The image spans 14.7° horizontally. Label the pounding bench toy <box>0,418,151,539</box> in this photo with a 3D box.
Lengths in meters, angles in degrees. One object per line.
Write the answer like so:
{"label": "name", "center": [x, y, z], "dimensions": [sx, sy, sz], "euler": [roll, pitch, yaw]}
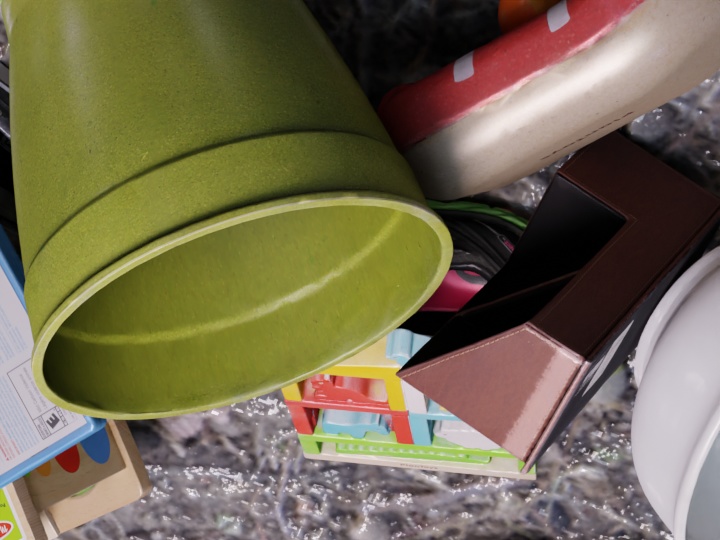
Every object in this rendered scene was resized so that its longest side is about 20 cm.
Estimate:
{"label": "pounding bench toy", "center": [-0.176, 0.080, 1.460], "dimensions": [0.199, 0.156, 0.125], "euler": [-24, 89, 22]}

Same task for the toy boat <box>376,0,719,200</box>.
{"label": "toy boat", "center": [0.088, -0.127, 1.327], "dimensions": [0.199, 0.130, 0.131], "euler": [-28, 85, 24]}

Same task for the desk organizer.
{"label": "desk organizer", "center": [0.100, 0.008, 1.341], "dimensions": [0.077, 0.200, 0.072], "euler": [34, 124, 10]}

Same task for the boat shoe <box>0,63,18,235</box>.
{"label": "boat shoe", "center": [-0.217, -0.076, 1.426], "dimensions": [0.200, 0.068, 0.072], "euler": [34, 121, -11]}

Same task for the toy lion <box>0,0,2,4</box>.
{"label": "toy lion", "center": [-0.148, -0.220, 1.283], "dimensions": [0.069, 0.192, 0.200], "euler": [38, 87, 27]}

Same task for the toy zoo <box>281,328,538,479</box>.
{"label": "toy zoo", "center": [0.026, 0.066, 1.434], "dimensions": [0.130, 0.021, 0.200], "euler": [5, 160, 7]}

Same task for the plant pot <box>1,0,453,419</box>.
{"label": "plant pot", "center": [-0.082, -0.063, 1.301], "dimensions": [0.199, 0.194, 0.201], "euler": [-17, 157, -7]}

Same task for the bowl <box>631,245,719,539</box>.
{"label": "bowl", "center": [0.196, 0.048, 1.352], "dimensions": [0.090, 0.200, 0.202], "euler": [40, 131, 33]}

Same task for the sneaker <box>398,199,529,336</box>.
{"label": "sneaker", "center": [0.000, 0.000, 1.428], "dimensions": [0.199, 0.084, 0.077], "euler": [3, 122, 8]}

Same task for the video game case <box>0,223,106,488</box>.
{"label": "video game case", "center": [-0.237, 0.060, 1.386], "dimensions": [0.199, 0.018, 0.144], "euler": [-31, 87, 22]}
